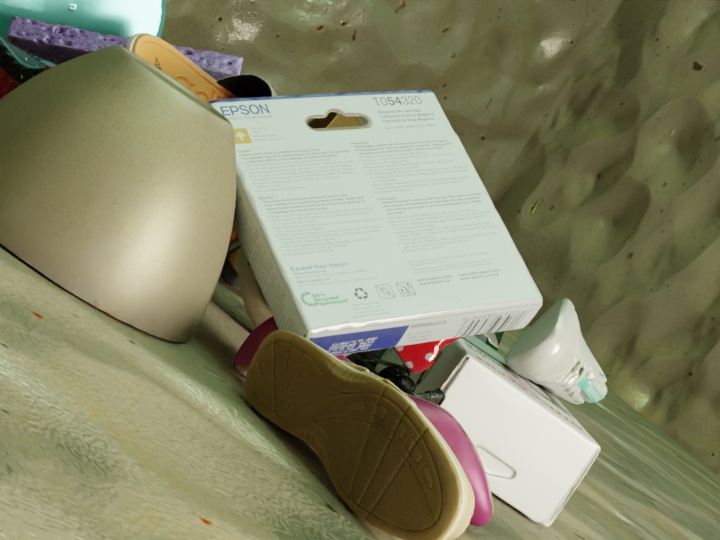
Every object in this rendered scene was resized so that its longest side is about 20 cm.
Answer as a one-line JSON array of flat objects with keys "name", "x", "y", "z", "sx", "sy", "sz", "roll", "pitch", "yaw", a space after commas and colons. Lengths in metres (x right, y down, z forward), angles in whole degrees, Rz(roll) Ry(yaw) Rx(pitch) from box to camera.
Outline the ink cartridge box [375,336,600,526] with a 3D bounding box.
[{"name": "ink cartridge box", "x": 0.104, "y": 0.118, "z": 1.332, "sx": 0.145, "sy": 0.084, "sz": 0.200, "roll": 34, "pitch": 5, "yaw": -14}]

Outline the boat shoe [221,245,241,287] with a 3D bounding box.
[{"name": "boat shoe", "x": -0.085, "y": -0.010, "z": 1.432, "sx": 0.071, "sy": 0.061, "sz": 0.202, "roll": 24, "pitch": 1, "yaw": 11}]

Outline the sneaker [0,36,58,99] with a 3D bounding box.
[{"name": "sneaker", "x": -0.241, "y": -0.122, "z": 1.185, "sx": 0.199, "sy": 0.080, "sz": 0.095, "roll": 24, "pitch": 3, "yaw": 31}]

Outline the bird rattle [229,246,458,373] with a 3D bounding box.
[{"name": "bird rattle", "x": -0.014, "y": 0.001, "z": 1.201, "sx": 0.201, "sy": 0.162, "sz": 0.112, "roll": 57, "pitch": 20, "yaw": 9}]

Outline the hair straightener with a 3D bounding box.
[{"name": "hair straightener", "x": 0.024, "y": 0.101, "z": 1.205, "sx": 0.076, "sy": 0.041, "sz": 0.200, "roll": 16, "pitch": 5, "yaw": -17}]

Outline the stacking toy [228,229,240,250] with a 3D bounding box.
[{"name": "stacking toy", "x": -0.165, "y": -0.065, "z": 1.238, "sx": 0.145, "sy": 0.147, "sz": 0.200, "roll": 35, "pitch": 24, "yaw": 9}]

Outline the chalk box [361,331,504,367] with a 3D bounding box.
[{"name": "chalk box", "x": 0.061, "y": 0.029, "z": 1.515, "sx": 0.123, "sy": 0.126, "sz": 0.200, "roll": 7, "pitch": 22, "yaw": -41}]

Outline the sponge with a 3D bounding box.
[{"name": "sponge", "x": -0.207, "y": -0.154, "z": 1.339, "sx": 0.197, "sy": 0.112, "sz": 0.030, "roll": 10, "pitch": 52, "yaw": -7}]

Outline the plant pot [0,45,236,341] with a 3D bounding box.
[{"name": "plant pot", "x": -0.158, "y": -0.066, "z": 1.021, "sx": 0.199, "sy": 0.135, "sz": 0.200, "roll": 35, "pitch": 5, "yaw": -4}]

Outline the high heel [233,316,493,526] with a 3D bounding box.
[{"name": "high heel", "x": 0.003, "y": 0.108, "z": 1.047, "sx": 0.201, "sy": 0.096, "sz": 0.067, "roll": 53, "pitch": -37, "yaw": 1}]

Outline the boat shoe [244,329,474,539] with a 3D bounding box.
[{"name": "boat shoe", "x": 0.010, "y": 0.099, "z": 0.936, "sx": 0.069, "sy": 0.074, "sz": 0.200, "roll": 22, "pitch": 12, "yaw": -44}]

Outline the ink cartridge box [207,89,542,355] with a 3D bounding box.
[{"name": "ink cartridge box", "x": 0.005, "y": -0.037, "z": 1.097, "sx": 0.194, "sy": 0.043, "sz": 0.201, "roll": -6, "pitch": 55, "yaw": -31}]

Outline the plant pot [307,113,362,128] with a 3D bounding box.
[{"name": "plant pot", "x": -0.023, "y": -0.077, "z": 1.938, "sx": 0.200, "sy": 0.186, "sz": 0.186, "roll": 47, "pitch": 2, "yaw": -12}]

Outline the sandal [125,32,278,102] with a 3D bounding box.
[{"name": "sandal", "x": -0.098, "y": -0.118, "z": 1.198, "sx": 0.059, "sy": 0.080, "sz": 0.206, "roll": -11, "pitch": -28, "yaw": 33}]

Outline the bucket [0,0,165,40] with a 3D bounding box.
[{"name": "bucket", "x": -0.284, "y": -0.250, "z": 1.424, "sx": 0.206, "sy": 0.209, "sz": 0.134, "roll": 31, "pitch": -1, "yaw": -35}]

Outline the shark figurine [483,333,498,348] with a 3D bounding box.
[{"name": "shark figurine", "x": 0.018, "y": -0.010, "z": 1.274, "sx": 0.212, "sy": 0.130, "sz": 0.089, "roll": 11, "pitch": 0, "yaw": 28}]

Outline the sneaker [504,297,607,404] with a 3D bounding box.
[{"name": "sneaker", "x": 0.177, "y": 0.079, "z": 1.338, "sx": 0.089, "sy": 0.075, "sz": 0.200, "roll": 48, "pitch": 4, "yaw": 6}]
